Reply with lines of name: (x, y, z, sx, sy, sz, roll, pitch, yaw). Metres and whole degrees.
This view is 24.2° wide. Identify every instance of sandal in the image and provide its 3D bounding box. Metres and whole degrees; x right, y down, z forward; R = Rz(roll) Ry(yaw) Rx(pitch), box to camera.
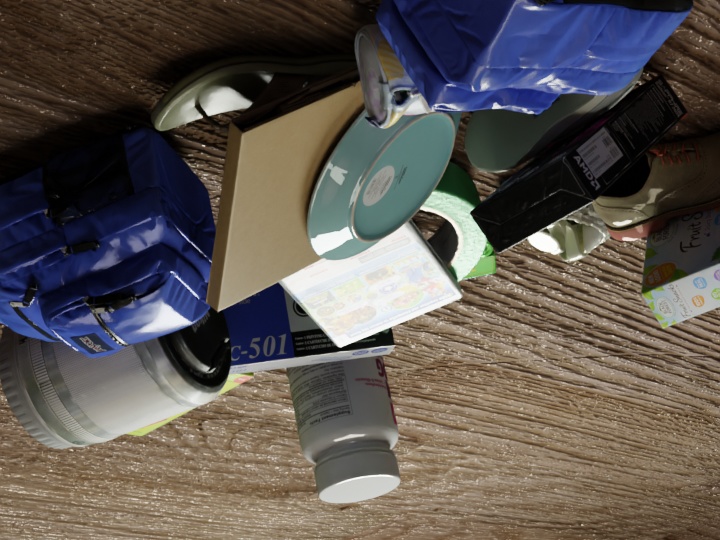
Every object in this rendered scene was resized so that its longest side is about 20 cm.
sandal: (-0.074, -0.140, 1.399, 0.201, 0.057, 0.080, -8, 161, -15)

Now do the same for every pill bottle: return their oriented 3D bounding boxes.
pill bottle: (-0.019, 0.156, 1.917, 0.113, 0.200, 0.113, -10, 157, -4)

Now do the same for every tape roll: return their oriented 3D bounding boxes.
tape roll: (0.024, -0.035, 1.651, 0.200, 0.048, 0.201, -9, 145, -6)

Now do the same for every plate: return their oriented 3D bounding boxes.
plate: (0.030, -0.087, 1.471, 0.200, 0.026, 0.200, -41, 154, -25)

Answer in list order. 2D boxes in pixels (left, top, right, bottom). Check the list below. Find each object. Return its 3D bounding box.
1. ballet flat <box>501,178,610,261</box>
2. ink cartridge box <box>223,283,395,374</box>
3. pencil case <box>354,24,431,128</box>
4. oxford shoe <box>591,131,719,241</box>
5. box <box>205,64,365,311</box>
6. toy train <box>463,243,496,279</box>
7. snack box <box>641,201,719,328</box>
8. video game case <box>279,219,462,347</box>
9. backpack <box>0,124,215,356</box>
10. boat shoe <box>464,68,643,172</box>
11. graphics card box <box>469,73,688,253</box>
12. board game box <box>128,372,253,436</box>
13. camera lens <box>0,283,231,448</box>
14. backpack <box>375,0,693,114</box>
ballet flat: (0.205, -0.043, 1.747, 0.072, 0.072, 0.200, -28, 153, 32)
ink cartridge box: (-0.070, 0.053, 1.791, 0.200, 0.094, 0.044, -7, 164, -11)
pencil case: (0.094, -0.174, 1.345, 0.200, 0.083, 0.091, -15, -165, -15)
oxford shoe: (0.322, -0.100, 1.673, 0.200, 0.071, 0.075, -31, 131, 18)
box: (-0.055, -0.071, 1.412, 0.163, 0.021, 0.200, -28, 146, -35)
toy train: (0.049, -0.005, 1.769, 0.200, 0.042, 0.056, -10, 127, -4)
snack box: (0.360, -0.038, 1.683, 0.142, 0.200, 0.053, -25, 113, 25)
video game case: (0.000, 0.000, 1.635, 0.143, 0.018, 0.200, -23, 143, 13)
backpack: (-0.241, -0.014, 1.458, 0.200, 0.168, 0.163, -17, 150, 10)
boat shoe: (0.174, -0.143, 1.498, 0.071, 0.070, 0.201, -6, 163, -38)
graphics card box: (0.198, -0.097, 1.506, 0.125, 0.051, 0.200, -30, -172, 45)
board game box: (-0.231, 0.132, 1.955, 0.200, 0.048, 0.102, -29, 151, 34)
camera lens: (-0.243, 0.082, 1.695, 0.200, 0.160, 0.160, -22, 155, 22)
backpack: (0.124, -0.203, 1.226, 0.200, 0.163, 0.168, -7, 150, -36)
